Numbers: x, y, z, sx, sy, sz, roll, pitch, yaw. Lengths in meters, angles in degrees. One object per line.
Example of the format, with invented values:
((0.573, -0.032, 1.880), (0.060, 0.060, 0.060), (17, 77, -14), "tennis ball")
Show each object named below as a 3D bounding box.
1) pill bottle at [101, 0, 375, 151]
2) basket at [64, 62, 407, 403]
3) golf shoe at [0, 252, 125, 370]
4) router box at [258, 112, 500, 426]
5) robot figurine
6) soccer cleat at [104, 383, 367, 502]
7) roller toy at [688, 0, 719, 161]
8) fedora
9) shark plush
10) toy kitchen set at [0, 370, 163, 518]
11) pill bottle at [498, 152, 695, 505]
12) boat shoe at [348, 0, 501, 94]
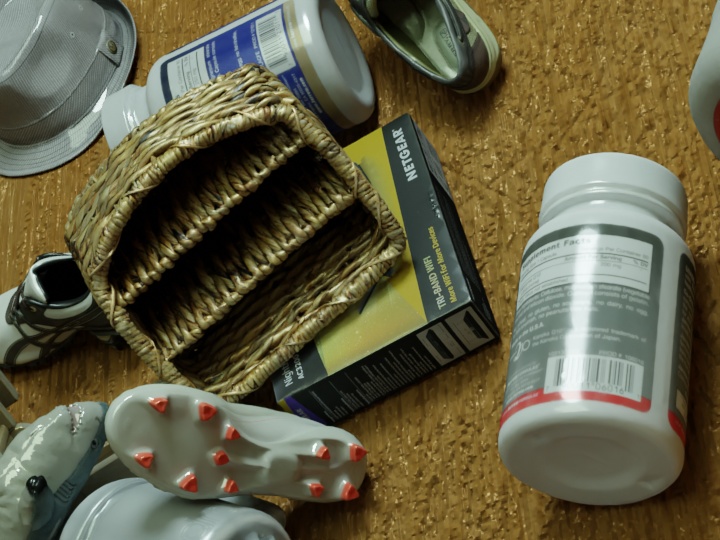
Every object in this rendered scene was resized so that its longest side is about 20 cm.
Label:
((-0.098, -0.135, 1.443), (0.199, 0.116, 0.116), (-23, 47, 17), "pill bottle")
((-0.094, -0.028, 1.262), (0.200, 0.143, 0.149), (-40, 42, 5), "basket")
((-0.248, 0.021, 1.438), (0.199, 0.095, 0.078), (-13, 51, 27), "golf shoe")
((0.000, 0.000, 1.317), (0.157, 0.052, 0.201), (-29, 45, 12), "router box")
((-0.121, 0.201, 1.196), (0.199, 0.114, 0.169), (9, 33, 37), "robot figurine")
((-0.086, 0.116, 1.195), (0.077, 0.199, 0.070), (15, 90, 56), "soccer cleat")
((0.303, -0.121, 1.121), (0.182, 0.199, 0.140), (-33, 29, 62), "roller toy")
((-0.294, -0.192, 1.636), (0.176, 0.090, 0.201), (-4, 55, 31), "fedora")
((-0.217, 0.187, 1.248), (0.091, 0.083, 0.201), (17, 108, 42), "shark plush")
((-0.232, 0.070, 1.326), (0.180, 0.200, 0.163), (-32, 20, 8), "toy kitchen set")
((0.152, 0.034, 1.145), (0.113, 0.114, 0.201), (-9, 51, 28), "pill bottle")
((0.027, -0.216, 1.392), (0.072, 0.066, 0.201), (-45, 78, 19), "boat shoe")
